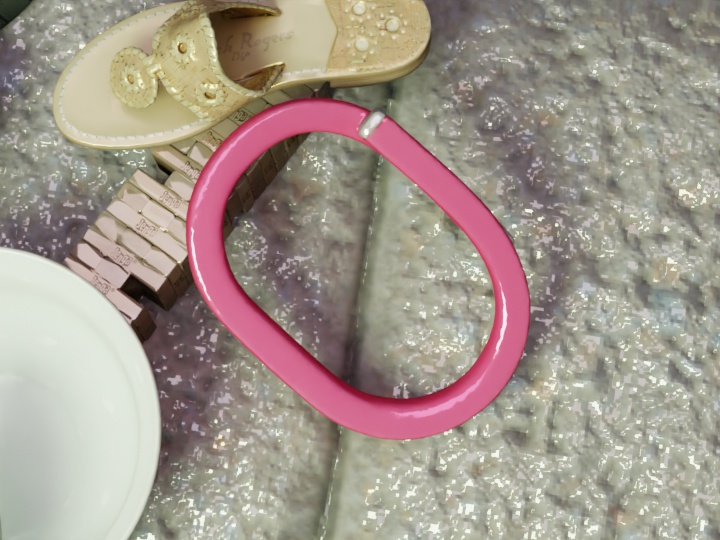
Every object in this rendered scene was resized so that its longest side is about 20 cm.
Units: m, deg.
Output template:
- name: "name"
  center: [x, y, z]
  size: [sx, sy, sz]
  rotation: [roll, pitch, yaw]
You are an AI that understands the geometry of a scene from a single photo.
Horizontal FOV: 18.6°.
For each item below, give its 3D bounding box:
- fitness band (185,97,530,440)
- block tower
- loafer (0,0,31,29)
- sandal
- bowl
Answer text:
- name: "fitness band"
  center: [0.000, 0.000, 1.169]
  size: [0.200, 0.037, 0.144]
  rotation: [43, 91, -10]
- name: "block tower"
  center: [-0.092, -0.043, 1.210]
  size: [0.058, 0.054, 0.200]
  rotation: [34, 80, 9]
- name: "loafer"
  center: [-0.253, -0.148, 1.236]
  size: [0.200, 0.072, 0.063]
  rotation: [-41, 72, -5]
- name: "sandal"
  center: [-0.067, -0.122, 1.165]
  size: [0.211, 0.070, 0.078]
  rotation: [-11, 76, -1]
- name: "bowl"
  center: [-0.198, 0.093, 1.160]
  size: [0.200, 0.090, 0.202]
  rotation: [-1, 78, 4]
